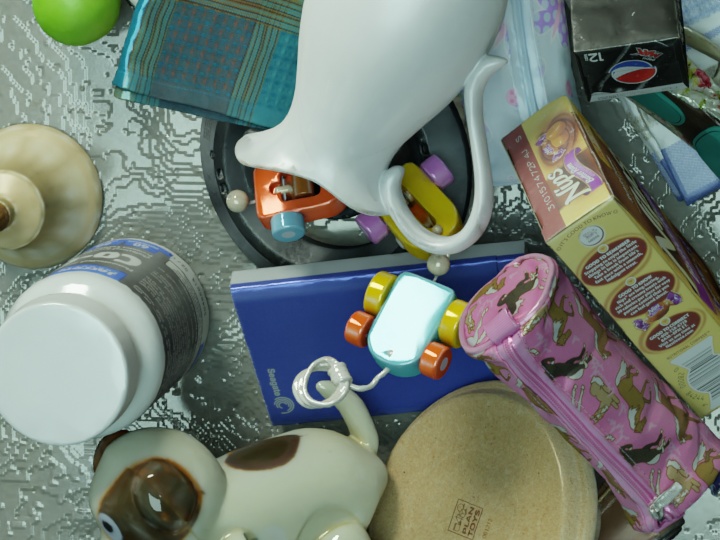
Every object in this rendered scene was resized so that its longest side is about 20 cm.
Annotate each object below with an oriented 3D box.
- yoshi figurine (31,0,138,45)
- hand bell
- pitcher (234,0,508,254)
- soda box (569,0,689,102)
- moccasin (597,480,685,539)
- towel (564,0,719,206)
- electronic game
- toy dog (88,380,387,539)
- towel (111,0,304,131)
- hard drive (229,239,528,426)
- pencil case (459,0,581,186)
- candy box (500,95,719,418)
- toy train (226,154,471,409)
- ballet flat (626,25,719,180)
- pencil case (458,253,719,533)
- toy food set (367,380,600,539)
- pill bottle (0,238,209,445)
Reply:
[{"bbox_3d":[-0.216,-0.232,1.740,0.200,0.112,0.112,47,120,-4],"label":"yoshi figurine"},{"bbox_3d":[-0.250,-0.035,1.727,0.104,0.200,0.104,2,101,10],"label":"hand bell"},{"bbox_3d":[0.034,-0.124,1.616,0.172,0.121,0.200,30,109,10],"label":"pitcher"},{"bbox_3d":[0.165,-0.210,1.642,0.071,0.063,0.200,-7,61,10],"label":"soda box"},{"bbox_3d":[0.127,0.206,1.775,0.201,0.074,0.078,-43,77,17],"label":"moccasin"},{"bbox_3d":[0.228,-0.160,1.714,0.147,0.024,0.200,-28,95,13],"label":"towel"},{"bbox_3d":[-0.018,-0.074,1.747,0.200,0.042,0.200,9,112,22],"label":"electronic game"},{"bbox_3d":[-0.085,0.166,1.719,0.200,0.140,0.194,11,108,-28],"label":"toy dog"},{"bbox_3d":[-0.068,-0.188,1.647,0.147,0.022,0.200,11,107,-35],"label":"towel"},{"bbox_3d":[0.023,0.044,1.754,0.200,0.025,0.132,-6,131,10],"label":"hard drive"},{"bbox_3d":[0.099,-0.156,1.697,0.083,0.091,0.200,-17,106,-23],"label":"pencil case"},{"bbox_3d":[0.176,-0.008,1.657,0.056,0.117,0.200,-35,128,14],"label":"candy box"},{"bbox_3d":[0.000,0.000,1.682,0.150,0.056,0.200,-16,62,7],"label":"toy train"},{"bbox_3d":[0.230,-0.110,1.680,0.200,0.076,0.064,41,75,-5],"label":"ballet flat"},{"bbox_3d":[0.146,0.078,1.628,0.083,0.087,0.200,-48,113,-10],"label":"pencil case"},{"bbox_3d":[0.085,0.172,1.725,0.198,0.049,0.200,-4,72,42],"label":"toy food set"},{"bbox_3d":[-0.177,0.048,1.729,0.114,0.200,0.114,2,100,9],"label":"pill bottle"}]
